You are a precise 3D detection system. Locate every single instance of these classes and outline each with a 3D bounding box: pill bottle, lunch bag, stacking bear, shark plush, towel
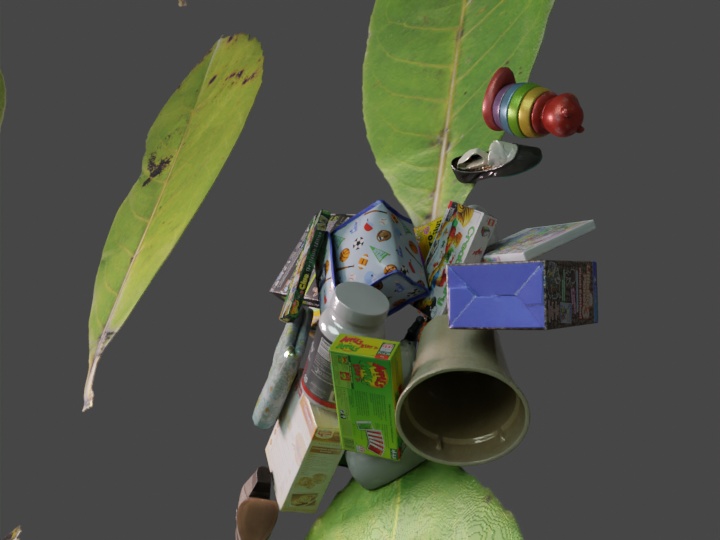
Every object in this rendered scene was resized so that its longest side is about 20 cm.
[{"bbox_3d":[0.152,-0.044,1.602,0.199,0.104,0.105,-22,43,37],"label":"pill bottle"},{"bbox_3d":[0.000,0.000,1.511,0.199,0.124,0.171,-31,48,27],"label":"lunch bag"},{"bbox_3d":[0.341,-0.307,1.636,0.200,0.121,0.114,25,76,49],"label":"stacking bear"},{"bbox_3d":[0.049,0.159,1.428,0.083,0.090,0.201,133,156,-68],"label":"shark plush"},{"bbox_3d":[-0.023,0.127,1.418,0.116,0.115,0.201,-114,36,-54],"label":"pill bottle"},{"bbox_3d":[-0.141,0.173,1.577,0.200,0.048,0.172,-81,12,-65],"label":"towel"}]

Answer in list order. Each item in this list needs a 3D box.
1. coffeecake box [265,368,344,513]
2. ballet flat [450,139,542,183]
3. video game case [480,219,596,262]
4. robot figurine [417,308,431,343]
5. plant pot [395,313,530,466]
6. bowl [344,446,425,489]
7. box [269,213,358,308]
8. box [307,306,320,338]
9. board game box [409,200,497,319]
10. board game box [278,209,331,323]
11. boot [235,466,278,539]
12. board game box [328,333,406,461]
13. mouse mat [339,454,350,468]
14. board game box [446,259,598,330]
[{"bbox_3d":[-0.095,0.301,1.509,0.154,0.073,0.201,-115,41,-53],"label":"coffeecake box"},{"bbox_3d":[0.258,-0.215,1.674,0.199,0.068,0.068,-13,48,43],"label":"ballet flat"},{"bbox_3d":[0.276,-0.045,1.415,0.143,0.018,0.200,-24,7,-19],"label":"video game case"},{"bbox_3d":[0.186,0.056,1.506,0.199,0.058,0.146,-29,39,30],"label":"robot figurine"},{"bbox_3d":[0.157,0.169,1.335,0.200,0.200,0.184,-34,25,24],"label":"plant pot"},{"bbox_3d":[0.042,0.253,1.467,0.199,0.075,0.201,-37,38,19],"label":"bowl"},{"bbox_3d":[-0.073,-0.022,1.700,0.193,0.047,0.201,8,63,51],"label":"box"},{"bbox_3d":[-0.016,0.059,1.692,0.101,0.112,0.201,0,57,53],"label":"box"},{"bbox_3d":[0.156,-0.013,1.465,0.201,0.034,0.126,-68,25,5],"label":"board game box"},{"bbox_3d":[-0.102,-0.006,1.547,0.105,0.023,0.201,140,148,-74],"label":"board game box"},{"bbox_3d":[-0.194,0.455,1.523,0.200,0.070,0.147,-82,10,-55],"label":"boot"},{"bbox_3d":[0.015,0.199,1.330,0.101,0.201,0.048,7,33,20],"label":"board game box"},{"bbox_3d":[-0.044,0.287,1.603,0.199,0.008,0.162,-3,56,48],"label":"mouse mat"},{"bbox_3d":[0.247,0.036,1.284,0.159,0.200,0.097,-2,89,36],"label":"board game box"}]
